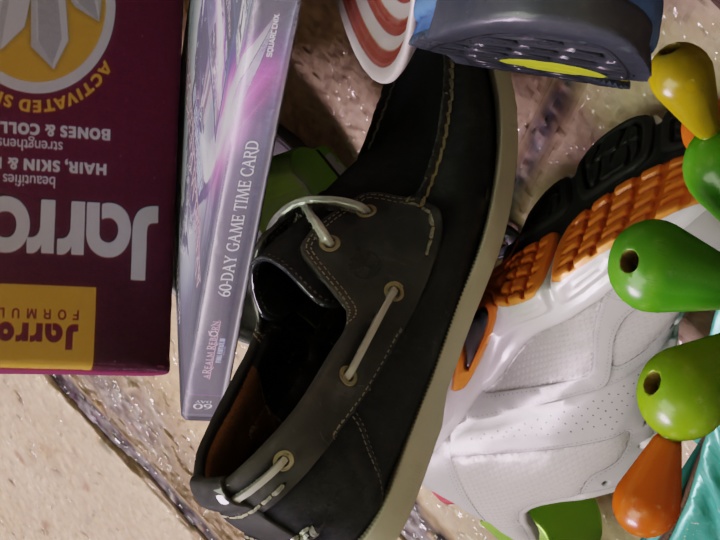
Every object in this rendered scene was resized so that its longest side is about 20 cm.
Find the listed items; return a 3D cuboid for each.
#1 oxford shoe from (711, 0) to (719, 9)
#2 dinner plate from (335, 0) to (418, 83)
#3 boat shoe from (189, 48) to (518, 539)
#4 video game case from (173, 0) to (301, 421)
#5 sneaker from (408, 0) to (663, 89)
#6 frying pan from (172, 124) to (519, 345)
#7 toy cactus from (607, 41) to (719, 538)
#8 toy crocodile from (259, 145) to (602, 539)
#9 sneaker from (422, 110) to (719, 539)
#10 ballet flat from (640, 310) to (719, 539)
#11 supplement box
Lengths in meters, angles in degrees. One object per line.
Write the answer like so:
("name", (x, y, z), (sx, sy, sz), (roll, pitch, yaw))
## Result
("oxford shoe", (0.069, -0.120, 0.740), (0.200, 0.072, 0.071), (60, 138, 34))
("dinner plate", (0.003, -0.156, 0.866), (0.200, 0.024, 0.201), (170, 90, -81))
("boat shoe", (0.000, 0.000, 0.956), (0.068, 0.201, 0.072), (31, 153, -25))
("video game case", (-0.045, -0.067, 1.000), (0.200, 0.019, 0.143), (104, 166, -45))
("sneaker", (0.055, -0.092, 0.813), (0.066, 0.079, 0.200), (11, -175, 5))
("frying pan", (-0.023, -0.031, 1.119), (0.190, 0.031, 0.115), (-27, 103, 48))
("toy cactus", (0.150, 0.018, 0.835), (0.164, 0.201, 0.102), (12, -175, 2))
("toy crocodile", (0.021, 0.036, 1.073), (0.067, 0.062, 0.200), (-11, 123, 45))
("sneaker", (0.083, 0.023, 0.972), (0.092, 0.076, 0.200), (36, 138, -12))
("ballet flat", (0.137, 0.065, 0.962), (0.070, 0.067, 0.200), (29, 148, 13))
("supplement box", (-0.144, -0.063, 1.067), (0.103, 0.131, 0.201), (0, 89, 56))
